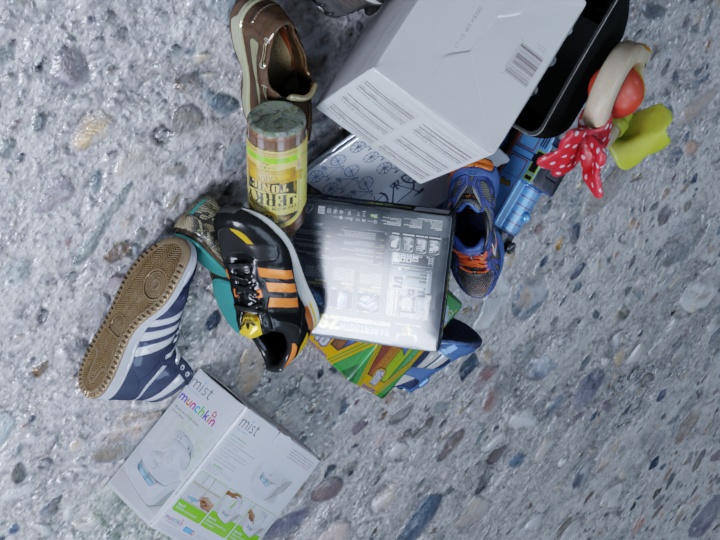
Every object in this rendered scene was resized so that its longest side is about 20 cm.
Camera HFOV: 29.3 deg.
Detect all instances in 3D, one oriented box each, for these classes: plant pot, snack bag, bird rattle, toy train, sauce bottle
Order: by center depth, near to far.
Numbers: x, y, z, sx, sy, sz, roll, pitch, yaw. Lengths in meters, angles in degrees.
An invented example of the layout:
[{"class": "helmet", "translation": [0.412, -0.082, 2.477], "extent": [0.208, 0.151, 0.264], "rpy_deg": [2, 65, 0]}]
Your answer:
[{"class": "sauce bottle", "translation": [-0.087, -0.082, 1.445], "extent": [0.065, 0.065, 0.200], "rpy_deg": [-32, 142, -30]}, {"class": "bird rattle", "translation": [0.275, -0.183, 1.561], "extent": [0.200, 0.113, 0.163], "rpy_deg": [-19, 128, -52]}, {"class": "plant pot", "translation": [0.196, -0.266, 1.600], "extent": [0.200, 0.200, 0.177], "rpy_deg": [-60, 157, 6]}, {"class": "snack bag", "translation": [0.056, -0.120, 1.605], "extent": [0.189, 0.021, 0.200], "rpy_deg": [-34, 142, 15]}, {"class": "toy train", "translation": [0.177, -0.103, 1.724], "extent": [0.087, 0.114, 0.200], "rpy_deg": [23, 99, -53]}]

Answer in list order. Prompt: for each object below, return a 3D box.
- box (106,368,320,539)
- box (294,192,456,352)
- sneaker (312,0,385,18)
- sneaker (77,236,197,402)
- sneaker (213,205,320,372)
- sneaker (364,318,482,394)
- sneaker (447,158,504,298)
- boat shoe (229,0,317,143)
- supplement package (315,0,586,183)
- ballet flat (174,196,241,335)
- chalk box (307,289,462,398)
[{"class": "box", "translation": [-0.168, 0.241, 1.640], "extent": [0.177, 0.097, 0.200], "rpy_deg": [-53, 144, -5]}, {"class": "box", "translation": [0.000, 0.000, 1.543], "extent": [0.051, 0.200, 0.158], "rpy_deg": [-48, 144, -76]}, {"class": "sneaker", "translation": [-0.040, -0.303, 1.382], "extent": [0.200, 0.071, 0.098], "rpy_deg": [4, 131, -39]}, {"class": "sneaker", "translation": [-0.210, 0.058, 1.470], "extent": [0.108, 0.070, 0.200], "rpy_deg": [19, 109, -48]}, {"class": "sneaker", "translation": [-0.105, 0.023, 1.449], "extent": [0.200, 0.070, 0.090], "rpy_deg": [64, 38, -40]}, {"class": "sneaker", "translation": [0.076, 0.113, 1.849], "extent": [0.200, 0.074, 0.082], "rpy_deg": [-10, 126, -36]}, {"class": "sneaker", "translation": [0.129, -0.038, 1.638], "extent": [0.078, 0.075, 0.200], "rpy_deg": [-74, 160, -45]}, {"class": "boat shoe", "translation": [-0.081, -0.188, 1.424], "extent": [0.075, 0.075, 0.202], "rpy_deg": [-41, 142, -19]}, {"class": "supplement package", "translation": [0.086, -0.214, 1.387], "extent": [0.147, 0.200, 0.191], "rpy_deg": [36, 77, -12]}, {"class": "ballet flat", "translation": [-0.139, -0.008, 1.514], "extent": [0.075, 0.068, 0.200], "rpy_deg": [-55, 144, -24]}, {"class": "chalk box", "translation": [0.031, 0.033, 1.655], "extent": [0.200, 0.124, 0.125], "rpy_deg": [-50, 152, 4]}]
